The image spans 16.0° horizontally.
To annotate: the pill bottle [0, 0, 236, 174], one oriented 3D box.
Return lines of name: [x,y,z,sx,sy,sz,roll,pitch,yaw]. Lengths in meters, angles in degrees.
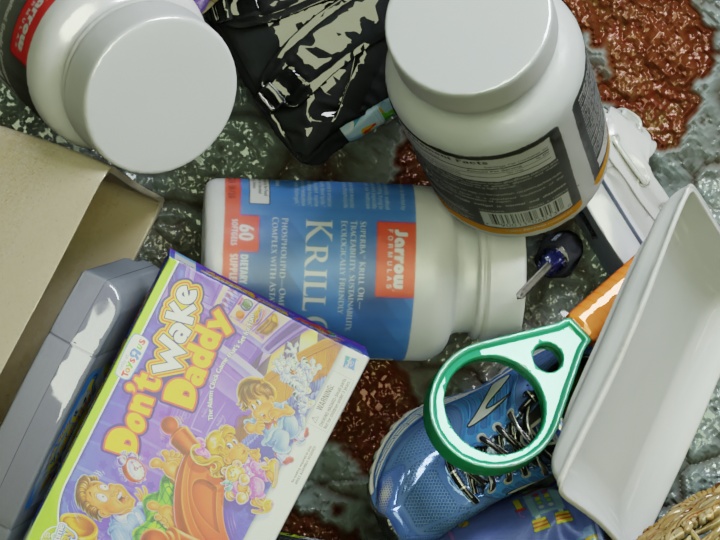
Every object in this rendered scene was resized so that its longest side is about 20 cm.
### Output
pill bottle: [-0.160,-0.139,1.523,0.114,0.200,0.114,-14,120,-25]

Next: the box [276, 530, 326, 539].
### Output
box: [-0.068,0.259,1.589,0.193,0.047,0.201,8,91,29]

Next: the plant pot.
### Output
plant pot: [-0.255,-0.004,1.558,0.177,0.200,0.200,28,89,7]

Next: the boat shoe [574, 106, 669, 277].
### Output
boat shoe: [0.157,-0.072,1.647,0.065,0.074,0.200,-31,103,-8]

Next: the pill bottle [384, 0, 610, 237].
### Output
pill bottle: [0.078,-0.104,1.493,0.116,0.200,0.117,-4,68,11]

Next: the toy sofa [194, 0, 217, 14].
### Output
toy sofa: [-0.117,-0.254,1.559,0.098,0.083,0.200,-35,54,2]

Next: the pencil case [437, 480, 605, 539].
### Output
pencil case: [0.064,0.201,1.631,0.200,0.078,0.087,-22,87,-4]

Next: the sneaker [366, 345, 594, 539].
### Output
sneaker: [0.089,0.102,1.597,0.200,0.089,0.079,-37,102,-25]

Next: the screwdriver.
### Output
screwdriver: [0.109,-0.002,1.578,0.029,0.200,0.028,27,104,12]

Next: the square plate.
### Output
square plate: [0.177,0.065,1.584,0.028,0.198,0.200,21,80,24]

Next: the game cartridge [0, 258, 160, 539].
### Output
game cartridge: [-0.185,0.090,1.568,0.040,0.133,0.200,28,100,10]

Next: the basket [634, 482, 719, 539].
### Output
basket: [0.219,0.218,1.613,0.200,0.149,0.143,-42,90,-1]

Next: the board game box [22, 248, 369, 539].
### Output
board game box: [-0.100,0.107,1.535,0.134,0.045,0.200,27,95,-6]

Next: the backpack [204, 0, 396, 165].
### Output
backpack: [0.016,-0.181,1.603,0.200,0.154,0.163,-34,85,13]

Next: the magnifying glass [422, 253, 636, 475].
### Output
magnifying glass: [0.119,0.050,1.571,0.200,0.022,0.080,-39,79,-27]

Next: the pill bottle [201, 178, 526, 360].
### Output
pill bottle: [0.000,0.000,1.608,0.199,0.112,0.113,1,90,-4]
